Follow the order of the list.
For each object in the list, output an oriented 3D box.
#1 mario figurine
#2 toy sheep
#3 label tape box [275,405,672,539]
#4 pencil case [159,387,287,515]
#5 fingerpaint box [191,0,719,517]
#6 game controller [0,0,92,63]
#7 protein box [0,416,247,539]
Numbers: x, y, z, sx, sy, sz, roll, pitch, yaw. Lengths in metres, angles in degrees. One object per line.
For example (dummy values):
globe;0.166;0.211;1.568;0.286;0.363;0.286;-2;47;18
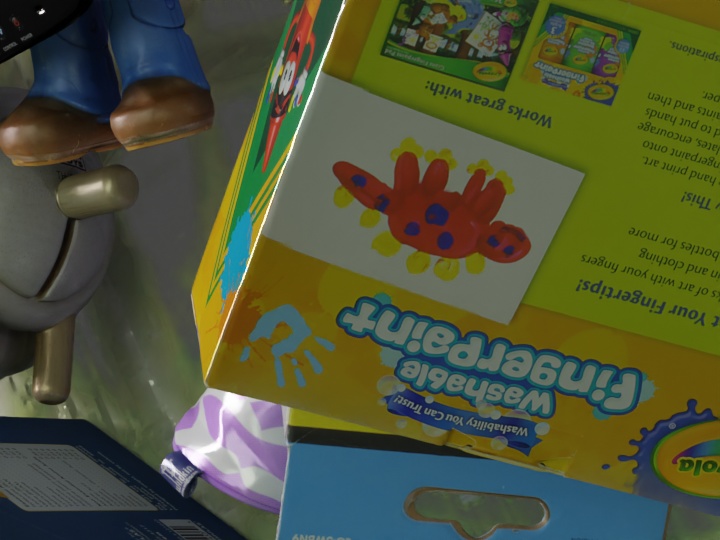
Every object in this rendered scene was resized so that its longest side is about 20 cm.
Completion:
mario figurine;-0.119;-0.137;0.874;0.123;0.106;0.200;-13;96;-4
toy sheep;-0.163;-0.011;0.985;0.200;0.138;0.138;-10;81;33
label tape box;0.046;0.001;0.855;0.144;0.063;0.200;6;103;-13
pencil case;0.000;0.000;0.925;0.085;0.084;0.200;38;104;50
fingerpaint box;0.067;-0.025;0.768;0.073;0.200;0.167;-107;35;-64
game controller;-0.166;-0.111;0.865;0.200;0.042;0.104;-20;96;47
protein box;-0.121;0.157;0.906;0.198;0.200;0.135;33;102;27
